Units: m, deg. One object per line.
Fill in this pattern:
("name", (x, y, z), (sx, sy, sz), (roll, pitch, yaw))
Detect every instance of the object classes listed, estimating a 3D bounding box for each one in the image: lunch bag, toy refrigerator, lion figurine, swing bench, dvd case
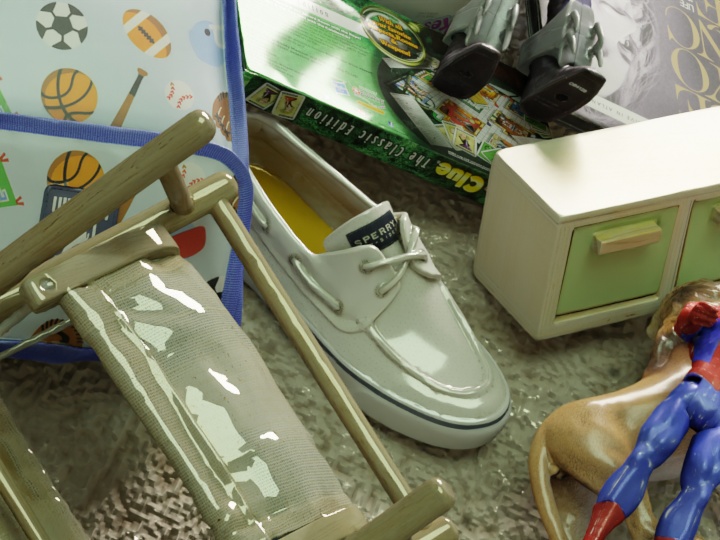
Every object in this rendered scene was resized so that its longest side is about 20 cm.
("lunch bag", (-0.141, -0.054, 1.376), (0.170, 0.124, 0.200), (7, 64, -19))
("toy refrigerator", (0.162, -0.029, 1.496), (0.200, 0.076, 0.070), (-11, 39, -28))
("lion figurine", (0.138, 0.078, 1.408), (0.200, 0.072, 0.123), (-20, 75, -44))
("swing bench", (-0.094, 0.076, 1.240), (0.200, 0.130, 0.199), (-32, 78, -4))
("dvd case", (0.150, -0.134, 1.613), (0.149, 0.016, 0.200), (23, 44, -27))

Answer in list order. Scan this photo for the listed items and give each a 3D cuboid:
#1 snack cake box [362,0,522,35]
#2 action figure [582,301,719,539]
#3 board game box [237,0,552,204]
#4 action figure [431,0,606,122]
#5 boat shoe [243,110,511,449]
("snack cake box", (0.003, -0.211, 1.609), (0.115, 0.067, 0.200), (-1, 52, -27))
("action figure", (0.162, 0.057, 1.342), (0.065, 0.099, 0.200), (31, 52, -1))
("board game box", (0.014, -0.094, 1.497), (0.200, 0.023, 0.105), (22, 40, -29))
("action figure", (0.099, -0.172, 1.528), (0.130, 0.069, 0.200), (21, 58, -12))
("boat shoe", (0.000, 0.000, 1.421), (0.071, 0.070, 0.200), (-29, 66, -39))
